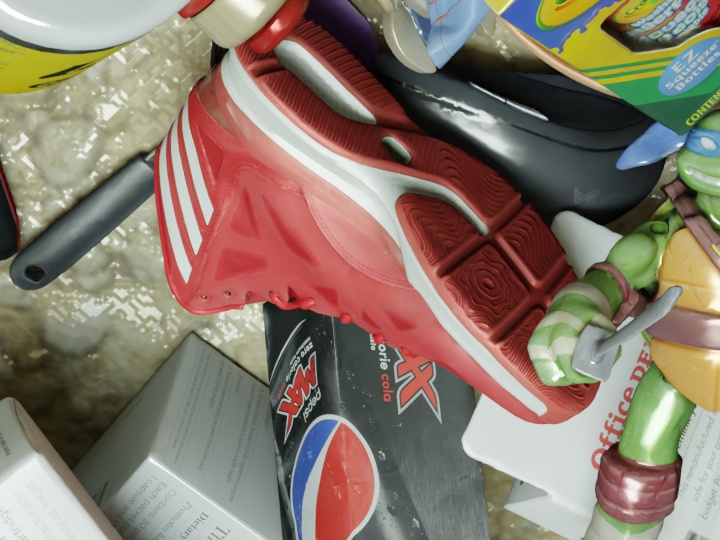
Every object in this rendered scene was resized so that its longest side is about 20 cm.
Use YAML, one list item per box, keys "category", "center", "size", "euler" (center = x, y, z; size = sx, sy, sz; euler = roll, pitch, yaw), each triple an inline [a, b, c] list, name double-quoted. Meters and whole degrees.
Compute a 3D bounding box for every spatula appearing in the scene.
- category: "spatula"
  center: [-0.076, -0.049, 1.219]
  size: [0.200, 0.021, 0.056]
  euler: [-36, 119, 24]

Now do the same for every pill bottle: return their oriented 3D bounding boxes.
- category: "pill bottle"
  center: [-0.126, -0.127, 1.078]
  size: [0.114, 0.200, 0.115]
  euler: [1, 86, -18]

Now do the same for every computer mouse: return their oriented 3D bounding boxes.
- category: "computer mouse"
  center: [0.019, -0.031, 1.190]
  size: [0.199, 0.046, 0.141]
  euler: [16, 129, -13]

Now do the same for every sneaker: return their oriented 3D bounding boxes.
- category: "sneaker"
  center: [0.000, 0.000, 1.145]
  size: [0.200, 0.078, 0.116]
  euler: [49, 131, 4]

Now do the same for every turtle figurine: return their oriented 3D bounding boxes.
- category: "turtle figurine"
  center: [0.136, 0.053, 1.041]
  size: [0.143, 0.200, 0.195]
  euler: [-15, 122, -29]

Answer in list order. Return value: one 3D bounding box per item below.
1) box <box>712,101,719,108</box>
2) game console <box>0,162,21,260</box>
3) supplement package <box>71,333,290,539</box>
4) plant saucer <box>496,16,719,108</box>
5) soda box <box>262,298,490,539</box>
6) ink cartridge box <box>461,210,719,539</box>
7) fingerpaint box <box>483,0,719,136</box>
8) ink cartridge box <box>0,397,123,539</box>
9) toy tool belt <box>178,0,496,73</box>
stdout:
- category: "box"
  center: [0.194, -0.140, 1.077]
  size: [0.200, 0.070, 0.064]
  euler: [-28, 110, 19]
- category: "game console"
  center: [-0.260, -0.066, 1.229]
  size: [0.199, 0.031, 0.177]
  euler: [-9, 115, 12]
- category: "supplement package"
  center: [-0.035, 0.145, 1.264]
  size: [0.200, 0.110, 0.114]
  euler: [36, 116, -12]
- category: "plant saucer"
  center: [0.133, -0.161, 1.131]
  size: [0.199, 0.032, 0.201]
  euler: [3, 118, 6]
- category: "soda box"
  center: [0.009, 0.098, 1.182]
  size: [0.071, 0.201, 0.063]
  euler: [6, 156, -28]
- category: "ink cartridge box"
  center: [0.140, 0.069, 1.194]
  size: [0.199, 0.068, 0.116]
  euler: [26, 76, -10]
- category: "fingerpaint box"
  center: [0.129, -0.155, 0.967]
  size: [0.200, 0.167, 0.073]
  euler: [-45, 62, 11]
- category: "ink cartridge box"
  center: [-0.172, 0.172, 1.146]
  size: [0.200, 0.086, 0.148]
  euler: [-38, 110, -5]
- category: "toy tool belt"
  center: [0.039, -0.130, 1.069]
  size: [0.123, 0.125, 0.200]
  euler: [42, 101, -16]
